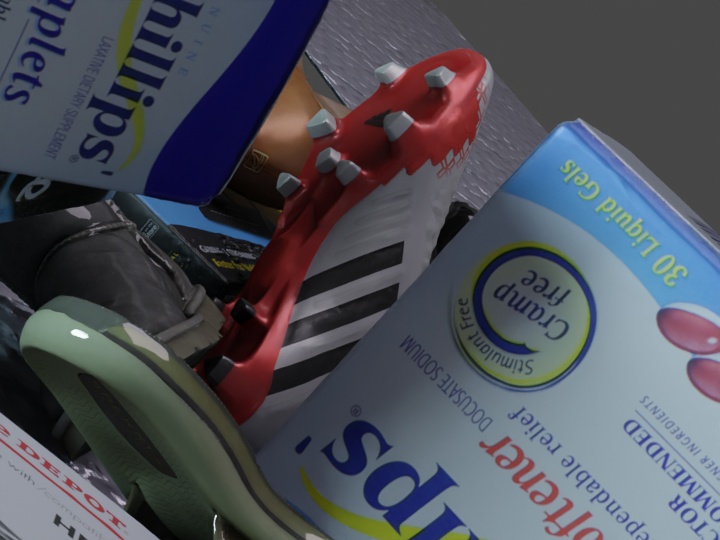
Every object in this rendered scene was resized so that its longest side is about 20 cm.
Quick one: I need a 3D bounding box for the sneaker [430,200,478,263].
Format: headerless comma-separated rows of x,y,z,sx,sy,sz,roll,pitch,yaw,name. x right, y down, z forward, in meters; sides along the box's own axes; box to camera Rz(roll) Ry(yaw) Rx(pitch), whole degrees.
0.051,0.060,1.109,0.201,0.098,0.071,66,15,4,sneaker

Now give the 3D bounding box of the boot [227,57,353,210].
-0.085,-0.104,1.197,0.200,0.074,0.155,42,14,35,boot

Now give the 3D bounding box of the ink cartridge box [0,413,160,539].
-0.111,0.077,0.637,0.116,0.067,0.200,39,11,-9,ink cartridge box

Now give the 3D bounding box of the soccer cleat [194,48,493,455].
0.000,0.000,1.060,0.085,0.200,0.069,45,-23,-30,soccer cleat

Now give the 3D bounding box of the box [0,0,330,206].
-0.134,-0.126,0.836,0.200,0.105,0.184,10,36,-29,box

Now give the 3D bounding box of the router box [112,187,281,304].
-0.083,-0.019,1.174,0.149,0.051,0.200,43,10,17,router box

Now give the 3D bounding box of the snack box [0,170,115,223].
-0.175,-0.058,0.842,0.116,0.037,0.200,45,34,22,snack box

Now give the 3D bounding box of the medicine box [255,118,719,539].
0.083,0.083,0.953,0.182,0.200,0.103,45,9,20,medicine box

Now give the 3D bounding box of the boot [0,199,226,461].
-0.136,-0.033,0.939,0.200,0.073,0.182,52,0,-5,boot

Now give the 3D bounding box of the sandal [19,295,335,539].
-0.047,0.095,0.818,0.201,0.057,0.080,51,-30,-20,sandal
